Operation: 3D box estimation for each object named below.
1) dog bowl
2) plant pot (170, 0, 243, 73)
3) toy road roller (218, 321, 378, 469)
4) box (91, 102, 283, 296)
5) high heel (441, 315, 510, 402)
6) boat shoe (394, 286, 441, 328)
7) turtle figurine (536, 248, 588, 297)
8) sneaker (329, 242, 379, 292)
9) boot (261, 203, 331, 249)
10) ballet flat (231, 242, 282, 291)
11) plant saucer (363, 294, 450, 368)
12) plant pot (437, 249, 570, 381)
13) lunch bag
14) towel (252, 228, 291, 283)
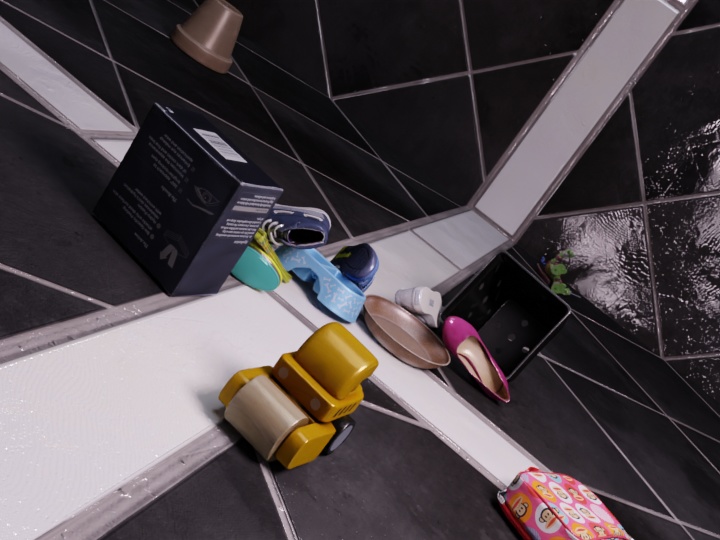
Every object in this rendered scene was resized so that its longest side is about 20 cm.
[{"bbox_3d":[-0.071,0.011,1.697,0.200,0.050,0.111,41,8,18],"label":"dog bowl"},{"bbox_3d":[-0.436,-0.711,2.795,0.199,0.175,0.201,34,15,-10],"label":"plant pot"},{"bbox_3d":[-0.065,0.145,1.173,0.123,0.147,0.200,40,16,18],"label":"toy road roller"},{"bbox_3d":[-0.253,-0.101,1.375,0.196,0.201,0.117,42,18,21],"label":"box"},{"bbox_3d":[0.225,0.167,1.791,0.200,0.067,0.096,49,-3,-35],"label":"high heel"},{"bbox_3d":[0.118,0.075,1.919,0.068,0.073,0.200,4,-6,19],"label":"boat shoe"},{"bbox_3d":[0.708,0.009,3.233,0.199,0.145,0.194,33,19,3],"label":"turtle figurine"},{"bbox_3d":[0.000,0.000,1.783,0.082,0.074,0.200,49,-10,-13],"label":"sneaker"},{"bbox_3d":[-0.151,-0.077,1.640,0.197,0.074,0.090,-1,19,0],"label":"boot"},{"bbox_3d":[-0.212,-0.038,1.529,0.199,0.067,0.067,29,26,-17],"label":"ballet flat"},{"bbox_3d":[0.078,0.121,1.752,0.199,0.037,0.201,33,16,-10],"label":"plant saucer"},{"bbox_3d":[0.309,0.114,1.978,0.199,0.200,0.178,43,-4,24],"label":"plant pot"},{"bbox_3d":[0.303,0.369,1.435,0.199,0.082,0.176,19,23,-46],"label":"lunch bag"},{"bbox_3d":[-0.166,-0.043,1.580,0.086,0.018,0.200,44,-9,21],"label":"towel"}]
